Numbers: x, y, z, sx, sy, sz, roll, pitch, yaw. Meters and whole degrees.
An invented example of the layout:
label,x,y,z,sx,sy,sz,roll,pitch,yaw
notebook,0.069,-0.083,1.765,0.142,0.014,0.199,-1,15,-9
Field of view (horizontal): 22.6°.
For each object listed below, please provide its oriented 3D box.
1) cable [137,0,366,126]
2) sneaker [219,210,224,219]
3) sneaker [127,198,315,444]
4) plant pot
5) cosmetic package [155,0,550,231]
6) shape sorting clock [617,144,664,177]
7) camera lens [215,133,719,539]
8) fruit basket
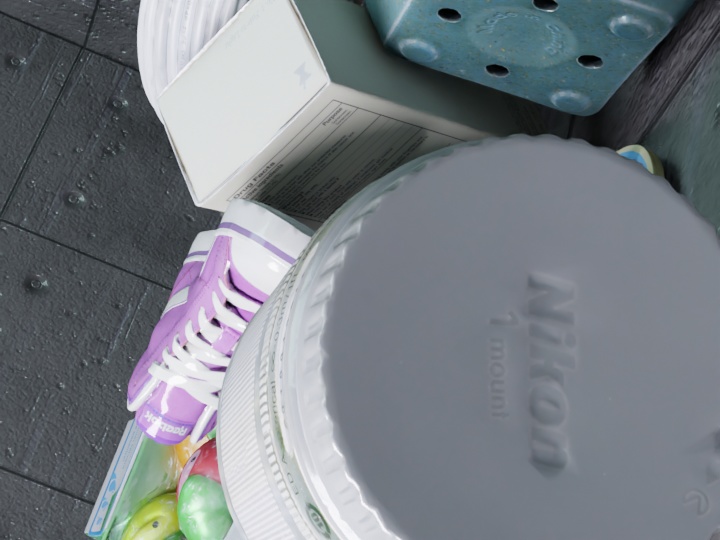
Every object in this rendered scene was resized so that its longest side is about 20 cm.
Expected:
label,x,y,z,sx,sy,sz,roll,pitch,yaw
cable,-0.053,-0.160,0.996,0.200,0.069,0.202,-30,-41,-66
sneaker,0.000,0.000,1.053,0.071,0.200,0.098,-49,17,-14
sneaker,-0.063,0.035,0.884,0.115,0.072,0.200,-62,8,-14
plant pot,0.095,-0.197,0.882,0.196,0.194,0.202,127,159,-66
cosmetic package,0.003,-0.074,0.946,0.103,0.199,0.074,-39,59,27
shape sorting clock,0.085,0.033,0.835,0.200,0.039,0.202,-158,90,-84
camera lens,0.036,0.049,0.632,0.200,0.159,0.161,133,159,-73
fruit basket,-0.084,0.116,0.979,0.200,0.093,0.187,137,155,-68
